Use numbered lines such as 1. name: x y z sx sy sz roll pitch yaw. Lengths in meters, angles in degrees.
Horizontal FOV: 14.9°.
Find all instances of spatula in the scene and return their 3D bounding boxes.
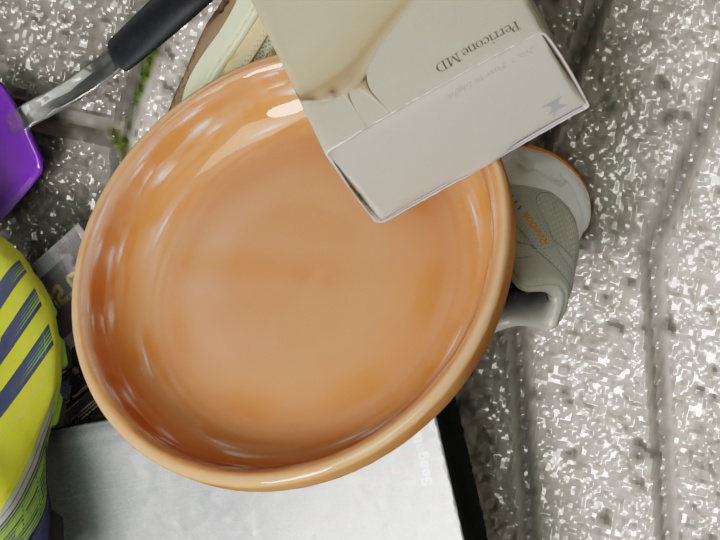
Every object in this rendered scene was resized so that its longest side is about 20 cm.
1. spatula: -0.128 -0.092 1.288 0.200 0.021 0.057 -36 77 29

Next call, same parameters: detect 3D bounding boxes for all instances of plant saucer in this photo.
1. plant saucer: -0.026 0.002 1.156 0.200 0.037 0.200 -10 63 21

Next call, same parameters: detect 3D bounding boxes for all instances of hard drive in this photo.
1. hard drive: -0.041 0.122 1.235 0.200 0.033 0.140 -12 91 22

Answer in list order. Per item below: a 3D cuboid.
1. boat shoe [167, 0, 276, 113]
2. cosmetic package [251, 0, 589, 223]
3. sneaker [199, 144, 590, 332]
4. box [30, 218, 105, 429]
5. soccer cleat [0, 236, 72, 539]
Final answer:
1. boat shoe: -0.033 -0.089 1.239 0.076 0.072 0.200 24 105 12
2. cosmetic package: 0.002 -0.133 1.137 0.104 0.073 0.200 -30 60 6
3. sneaker: 0.000 0.000 1.197 0.200 0.092 0.076 -10 127 12
4. box: -0.146 0.095 1.318 0.200 0.048 0.158 -41 80 20
5. soccer cleat: -0.176 0.063 1.228 0.065 0.084 0.200 -25 56 30
